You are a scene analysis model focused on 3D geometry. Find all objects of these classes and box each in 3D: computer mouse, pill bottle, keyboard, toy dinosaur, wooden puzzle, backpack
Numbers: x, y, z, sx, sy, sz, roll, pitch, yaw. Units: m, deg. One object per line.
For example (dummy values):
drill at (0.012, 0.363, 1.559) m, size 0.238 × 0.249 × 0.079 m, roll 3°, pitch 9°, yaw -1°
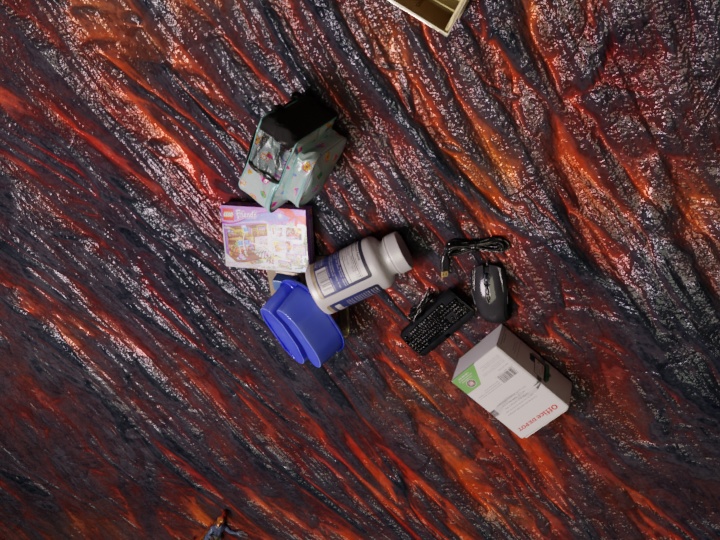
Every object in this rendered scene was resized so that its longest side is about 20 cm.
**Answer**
computer mouse at (0.226, 0.029, 1.449) m, size 0.140 × 0.046 × 0.201 m, roll 2°, pitch 122°, yaw 19°
pill bottle at (0.000, 0.000, 1.467) m, size 0.199 × 0.111 × 0.111 m, roll -25°, pitch 110°, yaw 15°
keyboard at (0.143, 0.109, 1.523) m, size 0.104 × 0.040 × 0.200 m, roll 42°, pitch 133°, yaw 1°
toy dinosaur at (-0.444, 0.782, 2.183) m, size 0.199 × 0.105 × 0.182 m, roll 17°, pitch 106°, yaw 26°
wooden puzzle at (-0.119, 0.059, 1.608) m, size 0.185 × 0.046 × 0.201 m, roll 8°, pitch 123°, yaw 17°
backpack at (-0.132, -0.204, 1.366) m, size 0.153 × 0.176 × 0.200 m, roll 41°, pitch 131°, yaw -1°

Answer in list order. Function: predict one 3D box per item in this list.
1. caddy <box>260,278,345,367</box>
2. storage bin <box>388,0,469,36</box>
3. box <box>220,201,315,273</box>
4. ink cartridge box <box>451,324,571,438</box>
caddy at (-0.115, 0.109, 1.552) m, size 0.141 × 0.105 × 0.200 m, roll 2°, pitch 130°, yaw 51°
storage bin at (0.105, -0.509, 1.125) m, size 0.200 × 0.094 × 0.199 m, roll 31°, pitch 127°, yaw 1°
box at (-0.195, -0.071, 1.544) m, size 0.199 × 0.039 × 0.137 m, roll 5°, pitch 110°, yaw 19°
ink cartridge box at (0.315, 0.232, 1.520) m, size 0.200 × 0.084 × 0.146 m, roll 40°, pitch 127°, yaw -6°
